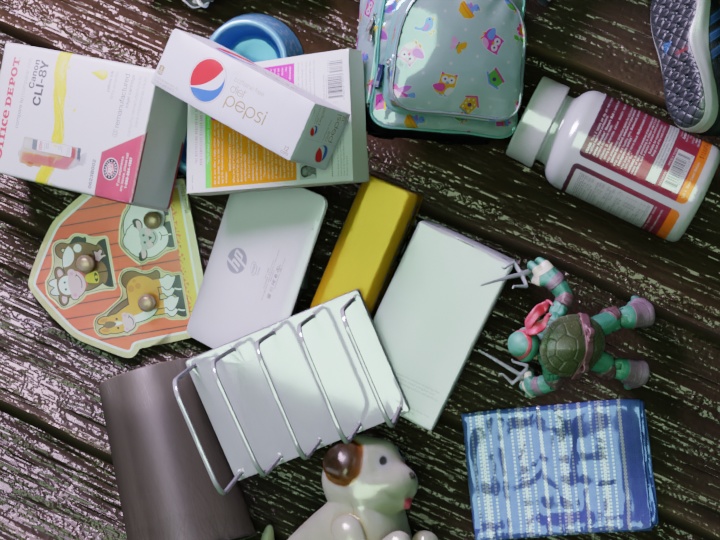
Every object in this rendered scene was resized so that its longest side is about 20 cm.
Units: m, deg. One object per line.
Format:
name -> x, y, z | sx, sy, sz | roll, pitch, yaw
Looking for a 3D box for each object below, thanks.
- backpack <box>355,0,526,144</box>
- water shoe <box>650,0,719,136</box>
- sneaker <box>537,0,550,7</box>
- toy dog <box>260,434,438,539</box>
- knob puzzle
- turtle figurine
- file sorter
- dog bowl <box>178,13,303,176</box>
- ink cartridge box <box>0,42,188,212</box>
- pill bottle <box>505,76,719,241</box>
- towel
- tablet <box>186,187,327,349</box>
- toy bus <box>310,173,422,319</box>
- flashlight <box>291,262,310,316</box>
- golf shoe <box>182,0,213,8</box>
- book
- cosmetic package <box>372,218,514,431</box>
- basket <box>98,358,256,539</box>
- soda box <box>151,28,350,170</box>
backpack -> 0.085, -0.238, 1.606 | 0.176, 0.153, 0.200 | 4, 87, -14
water shoe -> 0.352, -0.232, 1.624 | 0.071, 0.079, 0.200 | -16, 68, 49
sneaker -> 0.232, -0.322, 1.633 | 0.200, 0.078, 0.112 | 23, 100, 17
toy dog -> -0.004, 0.275, 1.675 | 0.194, 0.139, 0.200 | 26, 100, 43
knob puzzle -> -0.276, 0.001, 1.735 | 0.219, 0.030, 0.220 | 1, 94, 8
turtle figurine -> 0.208, 0.072, 1.608 | 0.200, 0.101, 0.150 | 4, 112, -27
file sorter -> -0.073, 0.126, 1.584 | 0.200, 0.125, 0.139 | -23, 93, 9
dog bowl -> -0.143, -0.187, 1.697 | 0.111, 0.050, 0.200 | 33, 98, 5
ink cartridge box -> -0.292, -0.155, 1.675 | 0.200, 0.083, 0.145 | 13, 94, 25
pill bottle -> 0.259, -0.118, 1.615 | 0.200, 0.110, 0.110 | 26, 96, 6
towel -> 0.214, 0.216, 1.683 | 0.200, 0.024, 0.145 | -6, 91, 8
tablet -> -0.113, -0.003, 1.672 | 0.130, 0.014, 0.200 | 24, 99, 35
toy bus -> 0.000, 0.000, 1.672 | 0.065, 0.078, 0.200 | 23, 96, 6
flashlight -> -0.094, 0.077, 1.700 | 0.068, 0.068, 0.200 | 9, 90, 38
golf shoe -> -0.149, -0.326, 1.689 | 0.200, 0.077, 0.088 | 13, 115, 9
book -> -0.088, -0.150, 1.606 | 0.200, 0.048, 0.134 | -2, 89, 32
cosmetic package -> 0.073, 0.056, 1.666 | 0.113, 0.081, 0.200 | 28, 95, 5
basket -> -0.202, 0.205, 1.679 | 0.136, 0.180, 0.200 | -16, 80, 1
soda box -> -0.111, -0.172, 1.561 | 0.200, 0.068, 0.064 | 30, 101, 30
